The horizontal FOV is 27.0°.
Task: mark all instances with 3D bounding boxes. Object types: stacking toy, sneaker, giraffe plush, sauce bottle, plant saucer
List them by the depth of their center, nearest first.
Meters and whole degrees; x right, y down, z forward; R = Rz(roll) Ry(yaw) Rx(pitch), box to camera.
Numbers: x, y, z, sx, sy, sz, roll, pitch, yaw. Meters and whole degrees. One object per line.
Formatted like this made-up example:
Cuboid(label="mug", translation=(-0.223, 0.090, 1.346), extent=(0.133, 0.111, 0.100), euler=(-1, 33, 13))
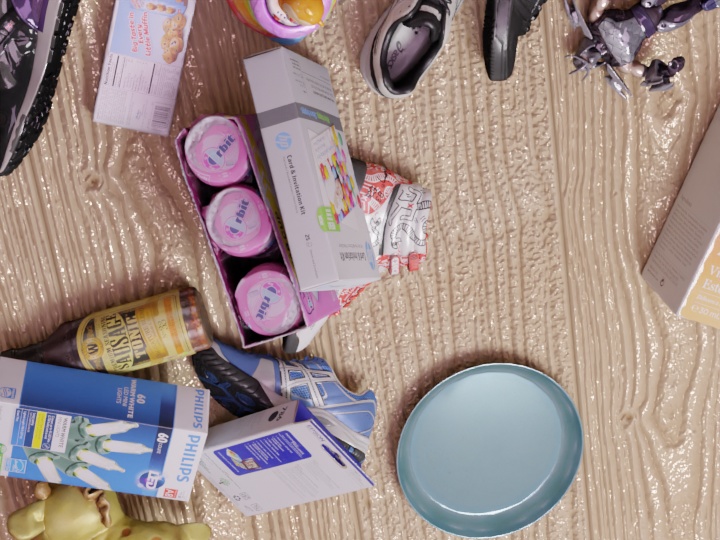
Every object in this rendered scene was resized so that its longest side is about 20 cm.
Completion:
Cuboid(label="stacking toy", translation=(-0.058, -0.235, 1.258), extent=(0.116, 0.200, 0.110), euler=(41, 100, -22))
Cuboid(label="sneaker", translation=(-0.310, -0.186, 1.315), extent=(0.087, 0.076, 0.202), euler=(20, 103, -1))
Cuboid(label="sneaker", translation=(0.067, -0.243, 1.339), extent=(0.075, 0.088, 0.202), euler=(19, 105, -14))
Cuboid(label="sneaker", translation=(0.168, -0.271, 1.359), extent=(0.103, 0.060, 0.202), euler=(0, 108, -5))
Cuboid(label="sauce bottle", translation=(-0.241, 0.071, 1.419), extent=(0.198, 0.066, 0.067), euler=(-18, 113, 0))
Cuboid(label="sneaker", translation=(0.000, 0.000, 1.432), extent=(0.107, 0.067, 0.203), euler=(17, 105, -13))
Cuboid(label="giraffe plush", translation=(-0.260, 0.269, 1.458), extent=(0.162, 0.173, 0.200), euler=(42, 111, 0))
Cuboid(label="sneaker", translation=(-0.074, 0.117, 1.473), extent=(0.199, 0.076, 0.078), euler=(31, 63, -9))
Cuboid(label="plant saucer", translation=(0.132, 0.183, 1.548), extent=(0.197, 0.027, 0.203), euler=(-3, 111, -8))

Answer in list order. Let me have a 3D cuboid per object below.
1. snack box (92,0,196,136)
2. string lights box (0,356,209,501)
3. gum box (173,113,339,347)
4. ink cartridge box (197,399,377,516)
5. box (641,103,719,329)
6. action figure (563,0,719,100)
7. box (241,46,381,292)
Cuboid(label="snack box", translation=(-0.186, -0.224, 1.336), extent=(0.071, 0.024, 0.202), euler=(10, 109, -13))
Cuboid(label="string lights box", translation=(-0.248, 0.150, 1.405), extent=(0.197, 0.059, 0.103), euler=(10, 130, -11))
Cuboid(label="gum box", translation=(-0.091, -0.044, 1.331), extent=(0.065, 0.113, 0.202), euler=(-19, 91, 15))
Cuboid(label="ink cartridge box", translation=(-0.073, 0.180, 1.443), extent=(0.199, 0.039, 0.100), euler=(-19, 121, 44))
Cuboid(label="box", translation=(0.393, -0.042, 1.463), extent=(0.151, 0.107, 0.202), euler=(17, 108, -15))
Cuboid(label="action figure", translation=(0.275, -0.241, 1.387), extent=(0.199, 0.070, 0.131), euler=(-33, 118, 7))
Cuboid(label="box", translation=(-0.040, -0.084, 1.305), extent=(0.041, 0.156, 0.203), euler=(-14, 87, 13))
